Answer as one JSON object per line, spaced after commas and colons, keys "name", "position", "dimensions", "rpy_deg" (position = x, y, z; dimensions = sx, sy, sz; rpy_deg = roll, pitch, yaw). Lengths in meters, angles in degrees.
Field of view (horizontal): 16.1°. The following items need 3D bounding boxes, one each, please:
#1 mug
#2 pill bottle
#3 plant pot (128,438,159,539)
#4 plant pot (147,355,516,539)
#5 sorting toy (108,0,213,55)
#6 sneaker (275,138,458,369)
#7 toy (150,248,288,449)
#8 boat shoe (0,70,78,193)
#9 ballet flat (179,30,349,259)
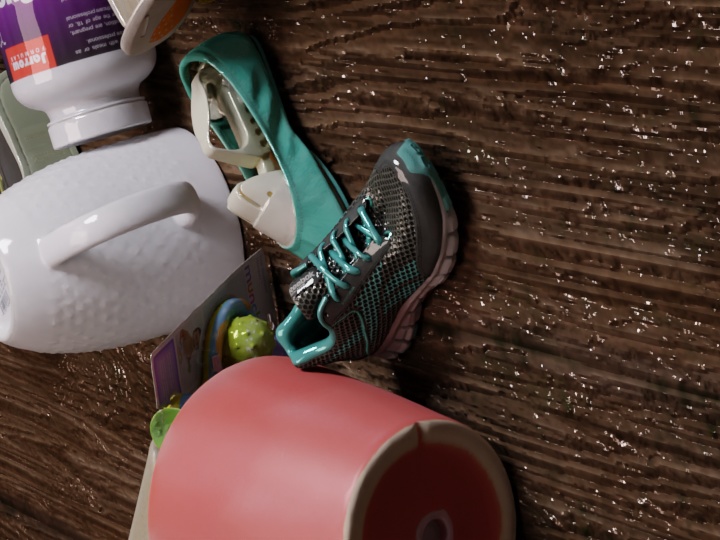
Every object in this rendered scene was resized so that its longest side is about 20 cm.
{"name": "mug", "position": [-0.185, -0.020, 1.856], "dimensions": [0.200, 0.174, 0.149], "rpy_deg": [-32, 77, 62]}
{"name": "pill bottle", "position": [-0.219, -0.196, 1.889], "dimensions": [0.112, 0.112, 0.201], "rpy_deg": [-13, 93, 63]}
{"name": "plant pot", "position": [-0.094, 0.211, 1.826], "dimensions": [0.200, 0.199, 0.185], "rpy_deg": [33, 123, 52]}
{"name": "plant pot", "position": [-0.008, 0.160, 1.631], "dimensions": [0.177, 0.200, 0.202], "rpy_deg": [2, 107, 51]}
{"name": "sorting toy", "position": [-0.131, -0.281, 1.701], "dimensions": [0.201, 0.106, 0.180], "rpy_deg": [61, 143, 24]}
{"name": "sneaker", "position": [0.000, 0.000, 1.608], "dimensions": [0.078, 0.091, 0.201], "rpy_deg": [55, 148, 29]}
{"name": "toy", "position": [-0.081, 0.073, 1.752], "dimensions": [0.047, 0.200, 0.116], "rpy_deg": [1, 111, 24]}
{"name": "boat shoe", "position": [-0.257, -0.065, 2.089], "dimensions": [0.061, 0.071, 0.202], "rpy_deg": [126, 130, -62]}
{"name": "ballet flat", "position": [-0.068, -0.072, 1.720], "dimensions": [0.201, 0.070, 0.067], "rpy_deg": [62, 151, 21]}
